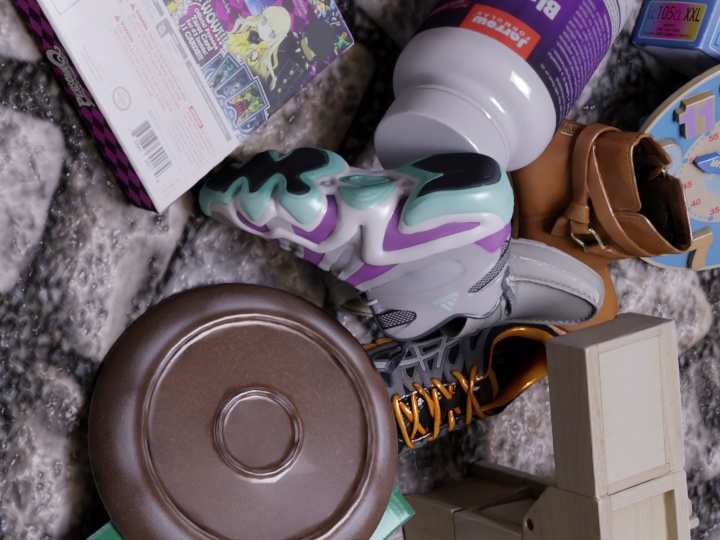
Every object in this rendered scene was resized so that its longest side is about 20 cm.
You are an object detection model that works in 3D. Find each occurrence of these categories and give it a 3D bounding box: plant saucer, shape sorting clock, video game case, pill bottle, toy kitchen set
[{"bbox_3d":[-0.066,0.102,1.435,0.200,0.032,0.200,5,75,-19],"label":"plant saucer"},{"bbox_3d":[0.274,-0.076,1.679,0.200,0.039,0.200,-13,131,-16],"label":"shape sorting clock"},{"bbox_3d":[-0.111,-0.167,1.405,0.181,0.036,0.200,-44,123,-24],"label":"video game case"},{"bbox_3d":[0.089,-0.134,1.499,0.200,0.111,0.111,-56,129,-35],"label":"pill bottle"},{"bbox_3d":[0.148,0.107,1.565,0.163,0.200,0.181,-15,106,-36],"label":"toy kitchen set"}]

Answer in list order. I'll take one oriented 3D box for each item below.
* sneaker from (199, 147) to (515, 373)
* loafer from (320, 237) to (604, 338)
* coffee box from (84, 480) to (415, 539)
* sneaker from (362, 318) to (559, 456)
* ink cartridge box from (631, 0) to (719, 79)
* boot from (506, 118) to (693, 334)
[{"bbox_3d":[0.000,0.000,1.442,0.078,0.200,0.140,-54,142,-53],"label":"sneaker"},{"bbox_3d":[0.068,0.015,1.531,0.200,0.070,0.070,8,54,-18],"label":"loafer"},{"bbox_3d":[-0.077,0.167,1.456,0.200,0.044,0.123,-40,93,-24],"label":"coffee box"},{"bbox_3d":[0.052,0.078,1.560,0.200,0.077,0.078,-34,120,-28],"label":"sneaker"},{"bbox_3d":[0.294,-0.230,1.701,0.136,0.076,0.200,25,81,-40],"label":"ink cartridge box"},{"bbox_3d":[0.168,-0.025,1.580,0.077,0.155,0.200,-46,123,-33],"label":"boot"}]
